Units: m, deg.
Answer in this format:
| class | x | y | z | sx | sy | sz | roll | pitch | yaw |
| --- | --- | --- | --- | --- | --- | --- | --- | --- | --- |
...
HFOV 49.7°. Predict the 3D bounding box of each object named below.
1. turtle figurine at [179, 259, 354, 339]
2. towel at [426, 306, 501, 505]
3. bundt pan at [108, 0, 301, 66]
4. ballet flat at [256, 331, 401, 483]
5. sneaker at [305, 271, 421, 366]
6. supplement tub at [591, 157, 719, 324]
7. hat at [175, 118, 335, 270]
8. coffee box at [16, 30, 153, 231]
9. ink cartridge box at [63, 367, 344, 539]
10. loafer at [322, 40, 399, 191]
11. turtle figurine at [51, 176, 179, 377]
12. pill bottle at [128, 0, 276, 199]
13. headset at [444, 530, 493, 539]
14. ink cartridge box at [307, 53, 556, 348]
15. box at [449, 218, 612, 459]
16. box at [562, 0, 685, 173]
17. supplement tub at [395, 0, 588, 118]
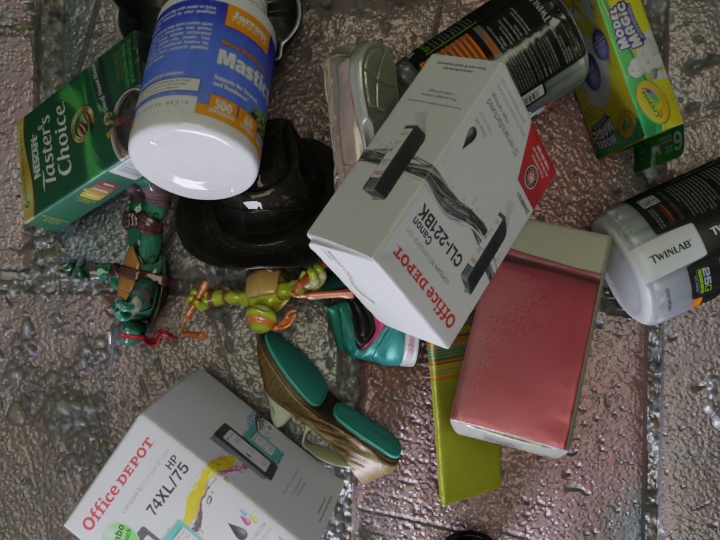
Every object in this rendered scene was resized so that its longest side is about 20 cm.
| class | x | y | z | sx | sy | sz | roll | pitch | yaw |
| --- | --- | --- | --- | --- | --- | --- | --- | --- | --- |
| turtle figurine | -0.084 | -0.001 | 0.777 | 0.198 | 0.064 | 0.163 | -14 | 52 | 26 |
| towel | 0.106 | 0.134 | 0.811 | 0.085 | 0.018 | 0.203 | -4 | 90 | -33 |
| bundt pan | -0.153 | -0.279 | 0.809 | 0.199 | 0.076 | 0.205 | 0 | 91 | 1 |
| ballet flat | -0.048 | 0.153 | 0.820 | 0.200 | 0.068 | 0.072 | 40 | 111 | -3 |
| sneaker | 0.000 | 0.000 | 0.803 | 0.119 | 0.084 | 0.203 | -1 | 94 | -7 |
| supplement tub | 0.343 | -0.039 | 0.766 | 0.198 | 0.123 | 0.124 | -25 | 89 | 2 |
| hat | -0.091 | -0.093 | 0.752 | 0.198 | 0.202 | 0.082 | -3 | 134 | 1 |
| coffee box | -0.265 | -0.132 | 0.769 | 0.199 | 0.044 | 0.124 | -22 | 70 | 31 |
| ink cartridge box | -0.146 | 0.227 | 0.762 | 0.199 | 0.146 | 0.147 | 37 | 104 | 2 |
| loafer | 0.002 | -0.108 | 0.728 | 0.062 | 0.072 | 0.203 | 8 | 108 | 40 |
| turtle figurine | -0.242 | 0.003 | 0.803 | 0.149 | 0.100 | 0.203 | 9 | 88 | 41 |
| pill bottle | -0.133 | -0.175 | 0.690 | 0.111 | 0.112 | 0.202 | 4 | 64 | 1 |
| headset | 0.127 | 0.333 | 0.790 | 0.198 | 0.124 | 0.095 | -10 | 115 | -16 |
| ink cartridge box | 0.067 | -0.058 | 0.665 | 0.083 | 0.144 | 0.201 | 22 | 71 | 43 |
| box | 0.161 | 0.067 | 0.746 | 0.108 | 0.128 | 0.202 | 13 | 76 | 13 |
| box | 0.254 | -0.196 | 0.779 | 0.048 | 0.117 | 0.202 | -21 | 89 | -5 |
| supplement tub | 0.115 | -0.188 | 0.780 | 0.199 | 0.123 | 0.123 | -32 | 89 | 2 |
